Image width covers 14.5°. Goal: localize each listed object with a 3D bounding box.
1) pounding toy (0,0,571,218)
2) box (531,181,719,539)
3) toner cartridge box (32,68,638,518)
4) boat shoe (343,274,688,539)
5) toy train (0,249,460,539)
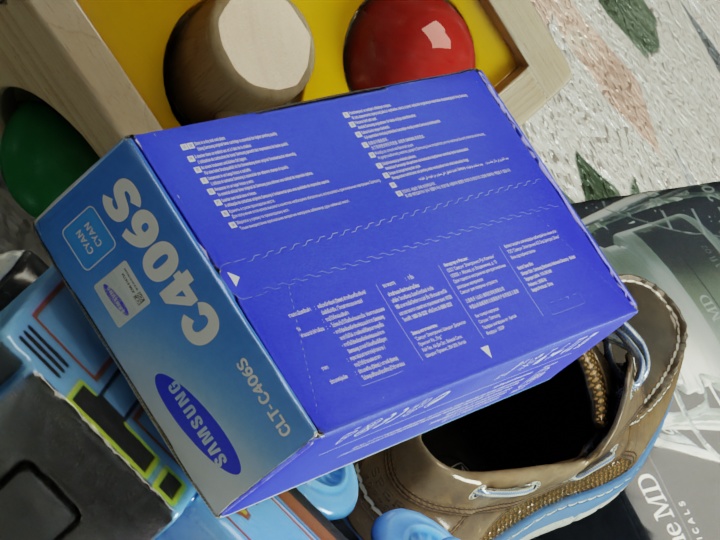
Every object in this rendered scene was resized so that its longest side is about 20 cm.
[{"bbox_3d":[-0.040,-0.057,0.940,0.185,0.200,0.142,56,-25,-19],"label":"pounding toy"},{"bbox_3d":[0.139,0.079,1.127,0.196,0.124,0.201,-10,62,-33],"label":"box"},{"bbox_3d":[0.000,0.000,0.809,0.095,0.043,0.200,56,29,11],"label":"toner cartridge box"},{"bbox_3d":[0.065,0.047,0.971,0.072,0.072,0.200,42,41,8],"label":"boat shoe"},{"bbox_3d":[-0.044,0.081,0.784,0.200,0.087,0.114,47,25,-7],"label":"toy train"}]
